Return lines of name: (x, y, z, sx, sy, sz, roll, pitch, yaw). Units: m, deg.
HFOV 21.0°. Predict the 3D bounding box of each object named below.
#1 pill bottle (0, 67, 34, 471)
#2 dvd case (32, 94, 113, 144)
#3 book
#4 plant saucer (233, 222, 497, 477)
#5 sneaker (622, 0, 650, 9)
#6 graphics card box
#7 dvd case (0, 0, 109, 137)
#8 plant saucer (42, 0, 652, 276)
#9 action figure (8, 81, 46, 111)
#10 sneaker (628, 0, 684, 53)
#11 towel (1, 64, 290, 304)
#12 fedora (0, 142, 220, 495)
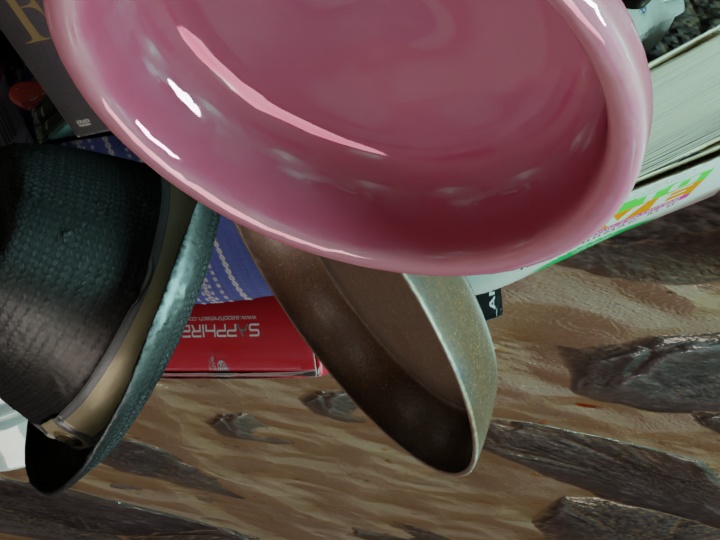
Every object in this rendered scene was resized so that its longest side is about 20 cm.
pill bottle: (-0.201, -0.006, 0.986, 0.113, 0.113, 0.201, -2, 121, 34)
dvd case: (-0.043, -0.096, 0.824, 0.145, 0.022, 0.200, -10, 174, -28)
book: (0.098, -0.037, 0.845, 0.133, 0.048, 0.200, -24, 173, 2)
plant saucer: (0.000, 0.000, 0.863, 0.201, 0.034, 0.201, 50, 164, 20)
sneaker: (0.111, -0.137, 0.583, 0.080, 0.087, 0.200, 10, 163, -8)
graphics card box: (-0.019, 0.020, 1.103, 0.125, 0.051, 0.199, -3, -174, 35)
dvd case: (-0.092, -0.134, 0.665, 0.148, 0.016, 0.201, -8, 130, 32)
plant saucer: (-0.002, -0.076, 0.622, 0.199, 0.051, 0.201, 14, 147, 10)
action figure: (-0.138, -0.121, 0.807, 0.098, 0.066, 0.200, 2, 168, -23)
sneaker: (0.064, -0.073, 0.830, 0.081, 0.075, 0.200, -13, 173, -32)
towel: (-0.132, -0.046, 1.001, 0.199, 0.024, 0.146, -4, 119, 41)
fedora: (-0.137, 0.001, 0.859, 0.091, 0.202, 0.200, 25, 159, -19)
